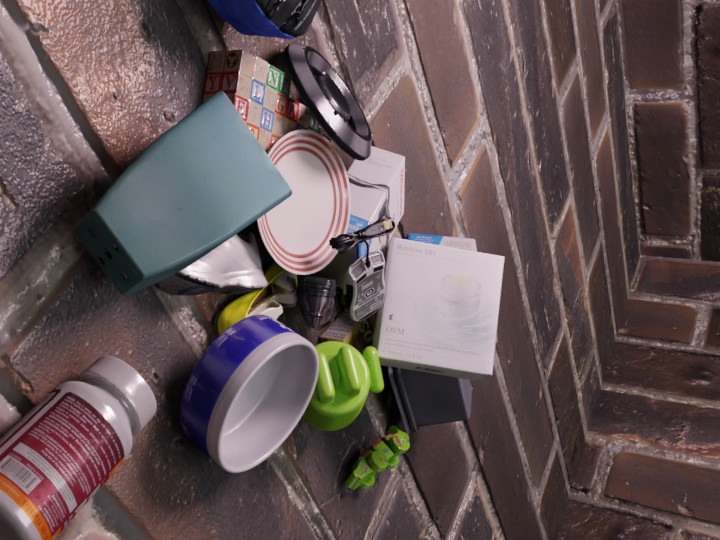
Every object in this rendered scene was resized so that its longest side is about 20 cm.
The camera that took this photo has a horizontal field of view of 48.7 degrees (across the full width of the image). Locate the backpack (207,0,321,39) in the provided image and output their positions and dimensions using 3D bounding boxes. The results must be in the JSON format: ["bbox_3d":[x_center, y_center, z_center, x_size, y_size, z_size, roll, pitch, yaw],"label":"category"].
[{"bbox_3d":[-0.120,-0.400,1.007,0.162,0.165,0.205,22,80,-56],"label":"backpack"}]

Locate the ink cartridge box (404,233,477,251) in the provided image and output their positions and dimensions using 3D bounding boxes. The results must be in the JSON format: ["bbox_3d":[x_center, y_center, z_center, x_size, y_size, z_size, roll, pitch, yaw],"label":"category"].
[{"bbox_3d":[0.153,0.042,1.505,0.085,0.142,0.204,123,-33,-57],"label":"ink cartridge box"}]

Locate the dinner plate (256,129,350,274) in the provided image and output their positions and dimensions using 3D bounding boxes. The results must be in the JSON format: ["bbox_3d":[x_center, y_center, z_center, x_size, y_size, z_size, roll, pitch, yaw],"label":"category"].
[{"bbox_3d":[-0.083,-0.097,1.135,0.198,0.024,0.206,-6,98,-49],"label":"dinner plate"}]

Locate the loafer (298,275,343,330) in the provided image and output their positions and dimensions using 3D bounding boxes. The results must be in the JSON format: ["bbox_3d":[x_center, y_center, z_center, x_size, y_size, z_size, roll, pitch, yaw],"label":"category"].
[{"bbox_3d":[-0.067,0.054,1.227,0.200,0.071,0.074,54,43,-82],"label":"loafer"}]

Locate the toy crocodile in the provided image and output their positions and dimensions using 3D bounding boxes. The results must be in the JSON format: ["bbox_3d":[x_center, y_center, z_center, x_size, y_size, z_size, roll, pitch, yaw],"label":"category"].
[{"bbox_3d":[0.034,0.354,1.512,0.199,0.062,0.068,-25,152,-50],"label":"toy crocodile"}]

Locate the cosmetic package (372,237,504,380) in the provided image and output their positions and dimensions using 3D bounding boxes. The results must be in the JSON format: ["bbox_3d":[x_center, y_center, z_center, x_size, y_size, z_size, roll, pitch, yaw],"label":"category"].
[{"bbox_3d":[0.128,0.068,1.354,0.123,0.194,0.205,114,-16,-77],"label":"cosmetic package"}]

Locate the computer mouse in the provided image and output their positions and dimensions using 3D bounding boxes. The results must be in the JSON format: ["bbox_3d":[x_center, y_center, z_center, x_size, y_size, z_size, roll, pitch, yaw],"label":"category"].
[{"bbox_3d":[0.000,0.000,1.212,0.108,0.044,0.202,-29,146,-25],"label":"computer mouse"}]

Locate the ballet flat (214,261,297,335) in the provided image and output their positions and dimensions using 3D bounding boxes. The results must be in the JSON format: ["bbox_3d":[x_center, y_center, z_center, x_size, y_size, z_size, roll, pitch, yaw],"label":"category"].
[{"bbox_3d":[-0.131,0.044,1.162,0.200,0.066,0.068,-43,130,-49],"label":"ballet flat"}]

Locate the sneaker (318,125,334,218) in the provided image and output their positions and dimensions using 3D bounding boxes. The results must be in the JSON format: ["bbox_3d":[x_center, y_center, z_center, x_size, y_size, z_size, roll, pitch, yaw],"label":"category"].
[{"bbox_3d":[-0.065,-0.163,1.230,0.074,0.078,0.205,21,76,-57],"label":"sneaker"}]

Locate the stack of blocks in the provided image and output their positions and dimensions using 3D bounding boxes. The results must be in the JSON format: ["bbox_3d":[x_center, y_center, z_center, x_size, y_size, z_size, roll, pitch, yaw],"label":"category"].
[{"bbox_3d":[-0.134,-0.219,1.118,0.199,0.057,0.118,13,84,-60],"label":"stack of blocks"}]

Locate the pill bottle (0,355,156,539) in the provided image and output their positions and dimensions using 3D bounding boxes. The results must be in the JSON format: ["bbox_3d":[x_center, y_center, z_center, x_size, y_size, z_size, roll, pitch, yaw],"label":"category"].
[{"bbox_3d":[-0.311,0.189,0.837,0.200,0.107,0.112,-50,136,-43],"label":"pill bottle"}]

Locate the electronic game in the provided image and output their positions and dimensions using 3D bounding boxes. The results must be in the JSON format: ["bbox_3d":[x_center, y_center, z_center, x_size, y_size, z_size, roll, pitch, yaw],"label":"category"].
[{"bbox_3d":[-0.046,-0.251,1.182,0.200,0.041,0.202,48,21,-24],"label":"electronic game"}]

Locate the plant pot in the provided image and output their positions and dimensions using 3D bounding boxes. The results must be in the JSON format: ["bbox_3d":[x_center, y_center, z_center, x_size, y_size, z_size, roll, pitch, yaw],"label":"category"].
[{"bbox_3d":[-0.212,-0.074,0.906,0.200,0.140,0.143,-42,101,-34],"label":"plant pot"}]

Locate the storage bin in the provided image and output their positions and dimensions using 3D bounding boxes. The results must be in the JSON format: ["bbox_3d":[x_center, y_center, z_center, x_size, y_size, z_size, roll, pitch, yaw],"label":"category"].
[{"bbox_3d":[0.145,0.211,1.578,0.147,0.131,0.203,-75,154,-51],"label":"storage bin"}]

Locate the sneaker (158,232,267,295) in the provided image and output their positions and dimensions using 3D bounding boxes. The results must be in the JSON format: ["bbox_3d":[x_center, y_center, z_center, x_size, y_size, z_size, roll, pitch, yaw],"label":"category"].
[{"bbox_3d":[-0.199,-0.013,1.051,0.199,0.073,0.089,1,81,-65],"label":"sneaker"}]

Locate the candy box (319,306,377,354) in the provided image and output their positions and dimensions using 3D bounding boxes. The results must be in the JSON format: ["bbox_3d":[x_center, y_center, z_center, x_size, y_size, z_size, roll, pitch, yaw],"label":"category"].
[{"bbox_3d":[0.009,0.114,1.427,0.200,0.054,0.118,-48,133,-47],"label":"candy box"}]

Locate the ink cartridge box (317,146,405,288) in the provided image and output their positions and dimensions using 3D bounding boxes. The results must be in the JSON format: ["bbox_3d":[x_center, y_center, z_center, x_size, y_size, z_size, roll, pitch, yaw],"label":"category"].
[{"bbox_3d":[0.003,-0.084,1.319,0.146,0.082,0.202,88,25,-53],"label":"ink cartridge box"}]

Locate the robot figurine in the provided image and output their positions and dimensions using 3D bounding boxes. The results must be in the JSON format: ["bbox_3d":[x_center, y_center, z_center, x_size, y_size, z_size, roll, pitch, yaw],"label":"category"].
[{"bbox_3d":[-0.045,0.184,1.248,0.201,0.171,0.118,104,-31,-67],"label":"robot figurine"}]

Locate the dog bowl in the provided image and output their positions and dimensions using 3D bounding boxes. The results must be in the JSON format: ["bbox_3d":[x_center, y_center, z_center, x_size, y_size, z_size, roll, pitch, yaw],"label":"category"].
[{"bbox_3d":[-0.148,0.166,1.082,0.200,0.078,0.203,-41,147,-34],"label":"dog bowl"}]
